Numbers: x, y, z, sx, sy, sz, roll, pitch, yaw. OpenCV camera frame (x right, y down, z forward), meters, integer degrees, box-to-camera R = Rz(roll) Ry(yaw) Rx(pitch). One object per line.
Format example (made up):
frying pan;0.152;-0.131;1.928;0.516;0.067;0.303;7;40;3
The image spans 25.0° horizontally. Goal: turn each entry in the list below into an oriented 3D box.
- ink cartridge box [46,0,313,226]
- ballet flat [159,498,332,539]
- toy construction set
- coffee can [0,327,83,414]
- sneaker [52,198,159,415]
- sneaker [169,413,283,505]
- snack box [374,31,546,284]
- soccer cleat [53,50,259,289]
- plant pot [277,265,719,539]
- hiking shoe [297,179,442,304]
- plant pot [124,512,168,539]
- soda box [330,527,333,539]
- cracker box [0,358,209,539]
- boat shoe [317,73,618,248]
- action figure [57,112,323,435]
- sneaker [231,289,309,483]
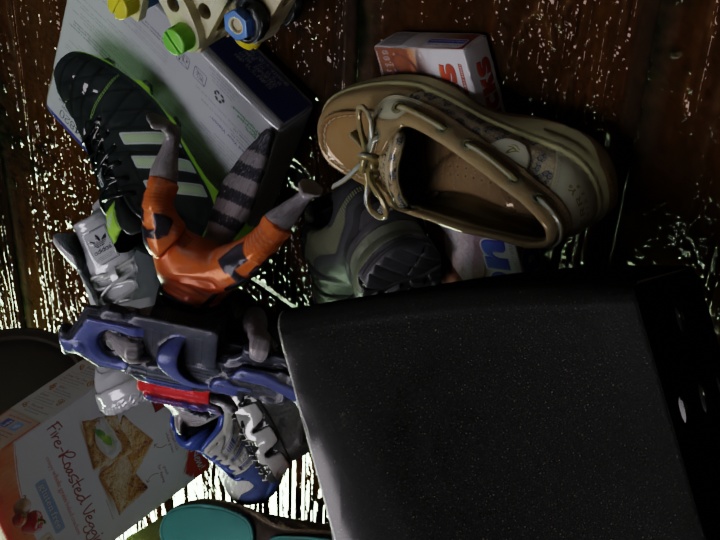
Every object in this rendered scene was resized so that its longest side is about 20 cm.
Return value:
ink cartridge box;-0.132;-0.116;1.129;0.200;0.041;0.200;46;146;11
ballet flat;-0.070;0.228;1.309;0.200;0.065;0.071;9;85;33
toy construction set;-0.087;-0.203;0.958;0.131;0.092;0.200;46;153;8
coffee can;-0.313;0.174;1.507;0.146;0.146;0.200;34;141;27
sneaker;-0.179;0.021;1.189;0.075;0.200;0.115;-25;111;11
sneaker;-0.113;0.121;1.272;0.075;0.088;0.200;27;139;32
snack box;0.066;-0.045;0.964;0.072;0.024;0.200;9;126;45
soccer cleat;-0.149;-0.062;1.086;0.200;0.081;0.068;50;146;6
plant pot;0.100;0.089;0.859;0.177;0.200;0.200;-17;86;24
hiking shoe;0.000;0.000;1.059;0.200;0.076;0.101;115;138;-59
plant pot;-0.131;0.308;1.390;0.184;0.200;0.200;55;148;20
soda box;0.025;0.211;1.197;0.063;0.070;0.200;25;136;35
cracker box;-0.230;0.158;1.344;0.058;0.200;0.134;11;128;44
boat shoe;0.044;-0.060;0.901;0.200;0.063;0.073;15;130;40
action figure;-0.074;0.019;1.013;0.200;0.105;0.194;19;114;2
sneaker;-0.072;0.051;1.165;0.200;0.090;0.066;65;174;-21
